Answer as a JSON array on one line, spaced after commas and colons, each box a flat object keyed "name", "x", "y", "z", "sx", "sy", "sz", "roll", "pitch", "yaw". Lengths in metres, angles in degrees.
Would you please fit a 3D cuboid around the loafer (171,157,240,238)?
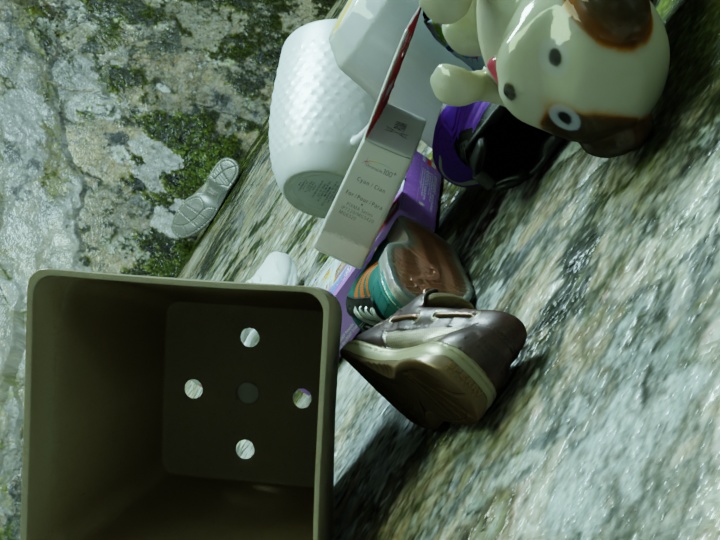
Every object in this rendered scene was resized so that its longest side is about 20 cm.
[{"name": "loafer", "x": -0.316, "y": -0.148, "z": 3.350, "sx": 0.200, "sy": 0.072, "sz": 0.063, "roll": -51, "pitch": -6, "yaw": 5}]

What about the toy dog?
[{"name": "toy dog", "x": 0.130, "y": -0.150, "z": 0.991, "sx": 0.200, "sy": 0.193, "sz": 0.140, "roll": -91, "pitch": 5, "yaw": -55}]

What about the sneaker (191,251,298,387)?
[{"name": "sneaker", "x": -0.139, "y": 0.047, "z": 1.779, "sx": 0.078, "sy": 0.099, "sz": 0.200, "roll": -44, "pitch": 17, "yaw": 54}]

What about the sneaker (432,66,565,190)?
[{"name": "sneaker", "x": 0.097, "y": -0.095, "z": 1.159, "sx": 0.200, "sy": 0.069, "sz": 0.100, "roll": -43, "pitch": 21, "yaw": 58}]

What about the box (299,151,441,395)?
[{"name": "box", "x": 0.000, "y": 0.000, "z": 1.426, "sx": 0.200, "sy": 0.039, "sz": 0.137, "roll": -53, "pitch": 11, "yaw": 25}]

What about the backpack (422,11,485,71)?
[{"name": "backpack", "x": 0.137, "y": -0.248, "z": 1.279, "sx": 0.200, "sy": 0.154, "sz": 0.163, "roll": -37, "pitch": 19, "yaw": 11}]

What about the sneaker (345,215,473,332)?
[{"name": "sneaker", "x": 0.031, "y": 0.022, "z": 1.147, "sx": 0.080, "sy": 0.071, "sz": 0.200, "roll": -59, "pitch": 3, "yaw": 13}]

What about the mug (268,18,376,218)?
[{"name": "mug", "x": -0.011, "y": -0.160, "z": 1.665, "sx": 0.200, "sy": 0.147, "sz": 0.176, "roll": -34, "pitch": 39, "yaw": 49}]

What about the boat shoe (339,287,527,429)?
[{"name": "boat shoe", "x": 0.047, "y": 0.049, "z": 0.992, "sx": 0.072, "sy": 0.072, "sz": 0.200, "roll": -48, "pitch": 8, "yaw": -14}]

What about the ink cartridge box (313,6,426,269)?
[{"name": "ink cartridge box", "x": 0.026, "y": -0.108, "z": 1.245, "sx": 0.200, "sy": 0.045, "sz": 0.176, "roll": -69, "pitch": 3, "yaw": -75}]

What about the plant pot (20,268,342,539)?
[{"name": "plant pot", "x": -0.103, "y": 0.097, "z": 1.097, "sx": 0.177, "sy": 0.200, "sz": 0.200, "roll": -20, "pitch": -66, "yaw": -77}]

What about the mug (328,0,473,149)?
[{"name": "mug", "x": 0.048, "y": -0.189, "z": 1.435, "sx": 0.187, "sy": 0.153, "sz": 0.150, "roll": -49, "pitch": 14, "yaw": 44}]
